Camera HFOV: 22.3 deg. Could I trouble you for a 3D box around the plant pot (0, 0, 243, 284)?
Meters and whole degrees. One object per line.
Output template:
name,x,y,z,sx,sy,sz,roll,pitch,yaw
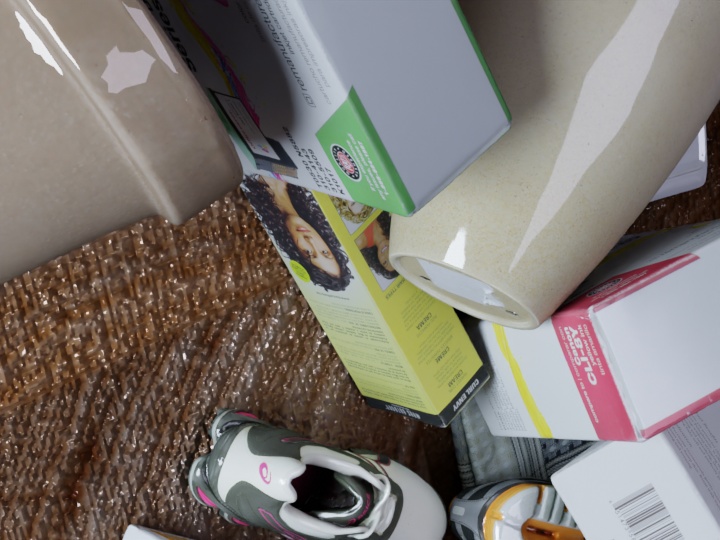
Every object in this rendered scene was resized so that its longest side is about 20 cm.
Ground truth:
plant pot,-0.179,-0.071,0.861,0.174,0.200,0.201,-38,122,-6

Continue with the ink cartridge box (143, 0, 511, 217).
ink cartridge box,-0.036,-0.122,0.940,0.084,0.199,0.146,-42,122,-21

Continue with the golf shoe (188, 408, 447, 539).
golf shoe,-0.009,0.143,1.087,0.199,0.088,0.078,22,83,-41

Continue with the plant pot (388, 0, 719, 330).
plant pot,0.096,-0.077,1.024,0.187,0.186,0.201,35,75,-38

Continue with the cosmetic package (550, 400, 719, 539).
cosmetic package,0.213,0.126,1.137,0.108,0.085,0.199,59,31,7

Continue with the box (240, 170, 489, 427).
box,0.000,0.000,1.075,0.050,0.075,0.201,-46,122,-25

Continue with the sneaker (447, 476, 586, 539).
sneaker,0.142,0.172,1.183,0.199,0.077,0.079,23,80,-35

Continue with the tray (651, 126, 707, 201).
tray,0.203,-0.144,1.245,0.107,0.022,0.202,-16,109,-35

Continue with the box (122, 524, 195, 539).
box,-0.046,0.227,1.057,0.199,0.112,0.102,22,85,-38

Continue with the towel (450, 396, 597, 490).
towel,0.151,0.116,1.232,0.191,0.034,0.202,-23,112,-27

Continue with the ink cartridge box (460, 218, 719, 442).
ink cartridge box,0.159,0.035,1.096,0.144,0.200,0.084,-27,95,-21
